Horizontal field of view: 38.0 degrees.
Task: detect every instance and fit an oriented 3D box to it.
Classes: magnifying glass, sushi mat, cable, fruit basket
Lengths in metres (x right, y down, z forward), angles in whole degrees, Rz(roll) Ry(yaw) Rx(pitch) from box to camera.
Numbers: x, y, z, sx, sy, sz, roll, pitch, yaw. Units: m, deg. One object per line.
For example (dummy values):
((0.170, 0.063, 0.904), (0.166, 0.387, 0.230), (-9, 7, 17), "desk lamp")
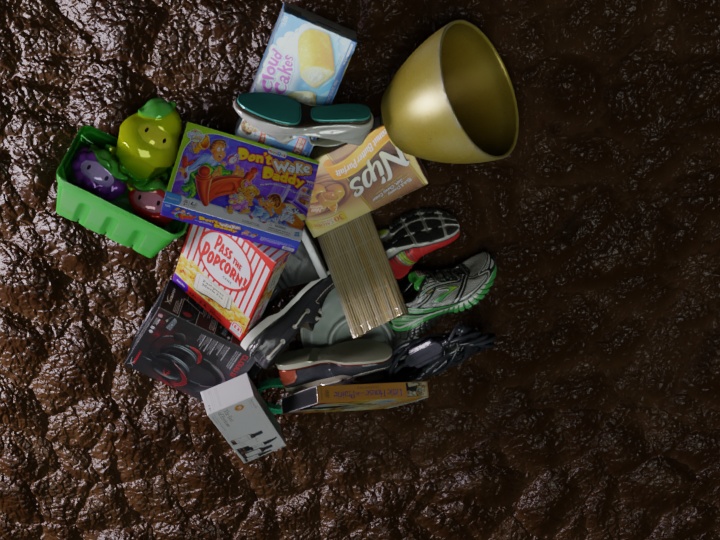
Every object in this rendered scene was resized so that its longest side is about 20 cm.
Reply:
((-0.089, 0.197, 1.747), (0.199, 0.022, 0.080), (-17, 131, 24), "magnifying glass")
((0.000, 0.000, 1.597), (0.095, 0.201, 0.012), (-28, 152, 14), "sushi mat")
((0.122, 0.135, 1.697), (0.200, 0.163, 0.051), (-33, 70, 36), "cable")
((-0.329, -0.147, 1.534), (0.214, 0.156, 0.217), (5, 133, 5), "fruit basket")

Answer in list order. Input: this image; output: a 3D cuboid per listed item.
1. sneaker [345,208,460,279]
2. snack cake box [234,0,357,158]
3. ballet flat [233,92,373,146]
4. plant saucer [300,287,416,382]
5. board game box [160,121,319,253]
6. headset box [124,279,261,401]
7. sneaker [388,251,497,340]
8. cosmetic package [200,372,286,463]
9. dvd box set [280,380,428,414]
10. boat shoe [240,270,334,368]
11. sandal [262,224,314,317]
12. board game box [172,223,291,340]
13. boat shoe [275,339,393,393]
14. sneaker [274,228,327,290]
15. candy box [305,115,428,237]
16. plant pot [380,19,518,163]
((0.068, -0.031, 1.649), (0.199, 0.077, 0.085), (-21, 135, 13), "sneaker")
((-0.095, -0.270, 1.513), (0.114, 0.067, 0.201), (19, 115, -13), "snack cake box")
((-0.082, -0.205, 1.479), (0.198, 0.070, 0.070), (5, 117, -6), "ballet flat")
((-0.001, 0.108, 1.717), (0.198, 0.050, 0.201), (-1, 116, -1), "plant saucer")
((-0.170, -0.118, 1.493), (0.199, 0.135, 0.045), (16, 154, -9), "board game box")
((-0.257, 0.126, 1.689), (0.199, 0.075, 0.149), (28, 125, -15), "headset box")
((0.127, 0.028, 1.650), (0.199, 0.078, 0.085), (-32, 118, -2), "sneaker")
((-0.190, 0.247, 1.724), (0.082, 0.051, 0.200), (-24, 145, -2), "cosmetic package")
((-0.010, 0.206, 1.685), (0.199, 0.146, 0.030), (1, 76, -28), "dvd box set")
((-0.096, 0.073, 1.642), (0.200, 0.074, 0.060), (-40, 82, -21), "boat shoe")
((-0.147, 0.005, 1.663), (0.076, 0.043, 0.201), (29, 112, -15), "sandal")
((-0.197, -0.008, 1.580), (0.151, 0.046, 0.200), (39, 137, 11), "board game box")
((-0.038, 0.157, 1.669), (0.199, 0.071, 0.063), (-9, 112, 18), "boat shoe")
((-0.135, -0.057, 1.594), (0.099, 0.071, 0.201), (-26, 105, 2), "sneaker")
((-0.010, -0.146, 1.585), (0.199, 0.055, 0.116), (-25, 115, 10), "candy box")
((0.113, -0.234, 1.486), (0.141, 0.200, 0.200), (-17, 119, 36), "plant pot")
